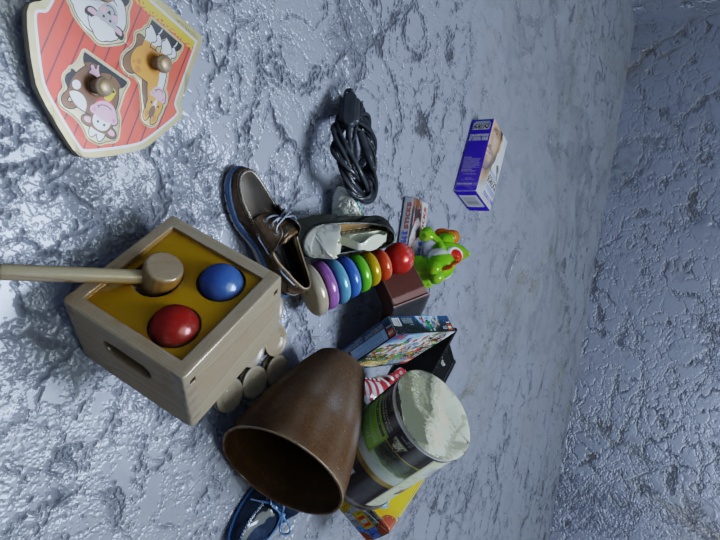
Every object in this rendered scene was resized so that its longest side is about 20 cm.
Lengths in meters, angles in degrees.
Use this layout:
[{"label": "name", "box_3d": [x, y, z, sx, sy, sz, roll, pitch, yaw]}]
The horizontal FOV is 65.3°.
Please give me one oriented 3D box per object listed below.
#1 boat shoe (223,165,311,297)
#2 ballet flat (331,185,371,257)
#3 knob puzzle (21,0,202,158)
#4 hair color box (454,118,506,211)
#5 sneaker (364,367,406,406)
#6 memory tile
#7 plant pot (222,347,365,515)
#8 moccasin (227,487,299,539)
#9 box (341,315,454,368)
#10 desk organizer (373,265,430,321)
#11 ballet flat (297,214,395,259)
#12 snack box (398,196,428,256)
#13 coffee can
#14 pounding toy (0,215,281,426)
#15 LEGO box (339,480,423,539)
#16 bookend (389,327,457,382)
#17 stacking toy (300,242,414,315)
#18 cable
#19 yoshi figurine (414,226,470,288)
[{"label": "boat shoe", "box_3d": [-0.120, -0.056, 0.791, 0.072, 0.072, 0.201, -46, 123, -43]}, {"label": "ballet flat", "box_3d": [-0.014, -0.046, 0.972, 0.072, 0.071, 0.201, -53, 135, -37]}, {"label": "knob puzzle", "box_3d": [-0.258, -0.213, 0.598, 0.219, 0.030, 0.221, -31, 127, -51]}, {"label": "hair color box", "box_3d": [0.302, -0.261, 1.397, 0.109, 0.065, 0.201, 35, 65, -52]}, {"label": "sneaker", "box_3d": [0.016, 0.209, 1.022, 0.200, 0.071, 0.113, 37, 46, -18]}, {"label": "memory tile", "box_3d": [-0.164, 0.092, 0.817, 0.153, 0.017, 0.201, -21, 112, -53]}, {"label": "plant pot", "box_3d": [-0.071, 0.218, 0.836, 0.200, 0.186, 0.188, -56, 138, -46]}, {"label": "moccasin", "box_3d": [-0.123, 0.351, 0.874, 0.200, 0.068, 0.081, -49, 133, -39]}, {"label": "box", "box_3d": [0.070, 0.134, 1.052, 0.199, 0.136, 0.038, 5, 53, -51]}, {"label": "desk organizer", "box_3d": [0.066, 0.063, 1.045, 0.071, 0.077, 0.200, -20, 157, -13]}, {"label": "ballet flat", "box_3d": [-0.031, -0.053, 0.871, 0.199, 0.068, 0.068, -11, 119, -27]}, {"label": "snack box", "box_3d": [0.104, -0.049, 1.177, 0.072, 0.024, 0.201, 13, 85, -57]}, {"label": "coffee can", "box_3d": [0.054, 0.272, 0.895, 0.146, 0.200, 0.147, 27, 37, -23]}, {"label": "pounding toy", "box_3d": [-0.218, 0.035, 0.597, 0.184, 0.199, 0.143, -50, 162, -39]}, {"label": "LEGO box", "box_3d": [0.035, 0.357, 1.031, 0.149, 0.077, 0.200, 48, 44, 4]}, {"label": "bookend", "box_3d": [0.153, 0.259, 1.240, 0.199, 0.092, 0.201, -52, 136, -38]}, {"label": "stacking toy", "box_3d": [0.000, 0.000, 0.915, 0.199, 0.085, 0.086, -22, 116, -23]}, {"label": "cable", "box_3d": [-0.006, -0.191, 0.941, 0.163, 0.050, 0.201, 63, 22, -56]}, {"label": "yoshi figurine", "box_3d": [0.147, -0.022, 1.166, 0.112, 0.112, 0.200, -51, 177, 26]}]
